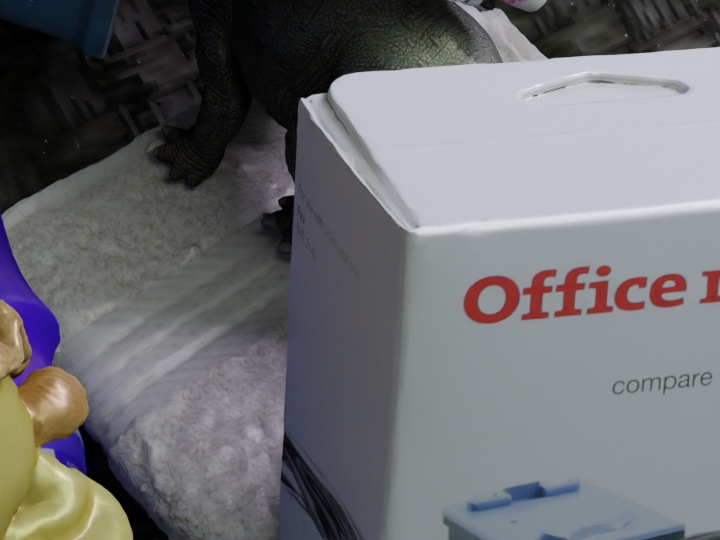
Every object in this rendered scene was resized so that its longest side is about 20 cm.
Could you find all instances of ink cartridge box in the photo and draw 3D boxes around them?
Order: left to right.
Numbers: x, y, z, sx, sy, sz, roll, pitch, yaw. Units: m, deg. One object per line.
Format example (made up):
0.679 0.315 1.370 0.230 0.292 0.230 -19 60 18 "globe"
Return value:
0.059 0.055 0.748 0.146 0.201 0.086 -5 29 -16 "ink cartridge box"

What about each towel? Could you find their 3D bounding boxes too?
0.000 0.000 0.847 0.200 0.035 0.133 -31 65 -30 "towel"

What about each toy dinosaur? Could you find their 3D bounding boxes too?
-0.002 -0.053 0.800 0.077 0.102 0.200 -24 63 -26 "toy dinosaur"

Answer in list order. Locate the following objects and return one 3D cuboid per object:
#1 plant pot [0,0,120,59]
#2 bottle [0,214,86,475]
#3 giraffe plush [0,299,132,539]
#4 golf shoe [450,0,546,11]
-0.135 -0.176 0.795 0.187 0.200 0.201 13 62 -6 "plant pot"
-0.100 0.066 0.762 0.065 0.084 0.201 -10 69 -10 "bottle"
-0.144 0.049 0.635 0.162 0.199 0.173 -43 128 -44 "giraffe plush"
0.019 -0.105 0.734 0.092 0.073 0.200 54 36 1 "golf shoe"
